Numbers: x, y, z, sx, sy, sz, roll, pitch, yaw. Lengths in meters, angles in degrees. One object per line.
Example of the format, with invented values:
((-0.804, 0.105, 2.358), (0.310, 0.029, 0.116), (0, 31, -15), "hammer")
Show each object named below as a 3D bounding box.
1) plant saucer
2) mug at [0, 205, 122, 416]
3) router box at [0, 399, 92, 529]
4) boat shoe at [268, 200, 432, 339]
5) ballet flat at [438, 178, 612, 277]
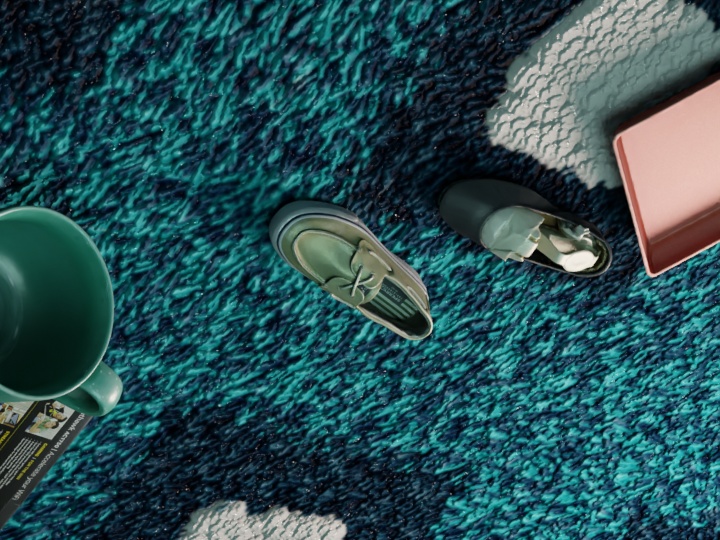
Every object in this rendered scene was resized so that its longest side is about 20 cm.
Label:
((0.342, -0.113, 1.560), (0.199, 0.037, 0.200), (-28, 133, -4), "plant saucer")
((-0.287, 0.044, 1.280), (0.152, 0.114, 0.186), (-19, 100, -45), "mug")
((-0.344, 0.149, 1.414), (0.149, 0.051, 0.200), (27, 111, -41), "router box")
((0.000, 0.000, 1.460), (0.200, 0.062, 0.072), (30, 109, -39), "boat shoe")
((0.164, -0.035, 1.511), (0.200, 0.073, 0.073), (18, 117, -36), "ballet flat")
